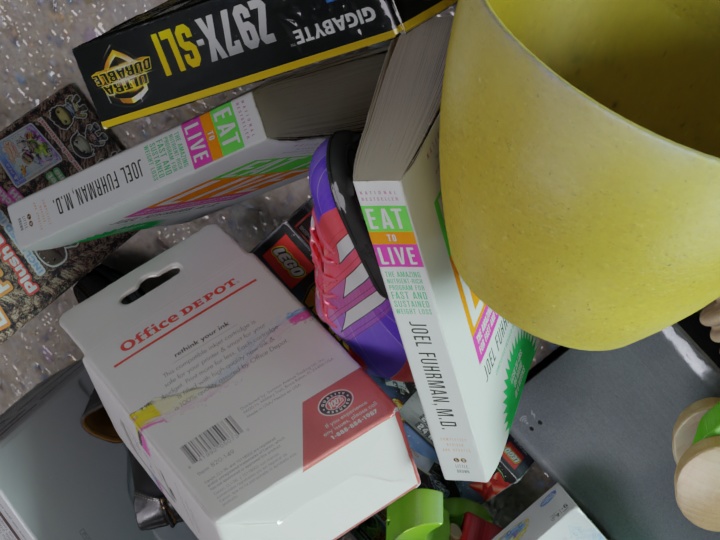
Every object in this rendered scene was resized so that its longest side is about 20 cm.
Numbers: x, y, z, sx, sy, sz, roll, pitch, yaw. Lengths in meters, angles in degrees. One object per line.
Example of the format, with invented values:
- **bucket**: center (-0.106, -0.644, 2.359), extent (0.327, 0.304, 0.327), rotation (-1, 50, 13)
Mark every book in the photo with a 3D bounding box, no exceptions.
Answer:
- **book**: center (0.047, -0.009, 1.144), extent (0.048, 0.134, 0.201), rotation (0, 132, 22)
- **book**: center (-0.079, -0.062, 1.213), extent (0.200, 0.133, 0.048), rotation (-20, 86, 42)

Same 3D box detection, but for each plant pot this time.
- **plant pot**: center (0.116, -0.048, 1.044), extent (0.200, 0.200, 0.142), rotation (32, 122, 12)

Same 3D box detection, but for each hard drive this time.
- **hard drive**: center (0.184, 0.112, 1.228), extent (0.200, 0.033, 0.140), rotation (47, 132, -1)

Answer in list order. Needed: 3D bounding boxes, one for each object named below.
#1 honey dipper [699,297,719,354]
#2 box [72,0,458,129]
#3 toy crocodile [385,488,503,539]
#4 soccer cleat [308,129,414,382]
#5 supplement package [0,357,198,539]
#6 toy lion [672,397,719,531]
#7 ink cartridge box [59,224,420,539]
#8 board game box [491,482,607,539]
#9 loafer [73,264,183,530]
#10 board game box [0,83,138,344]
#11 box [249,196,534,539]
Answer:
- **honey dipper**: center (0.162, -0.031, 1.152), extent (0.038, 0.038, 0.200), rotation (-25, 100, 41)
- **box**: center (-0.023, -0.138, 1.119), extent (0.199, 0.160, 0.050), rotation (-13, 103, 38)
- **toy crocodile**: center (0.089, 0.185, 1.283), extent (0.200, 0.068, 0.062), rotation (37, 134, -21)
- **soccer cleat**: center (0.000, 0.000, 1.175), extent (0.073, 0.069, 0.200), rotation (-5, 147, 18)
- **supplement package**: center (-0.164, 0.173, 1.413), extent (0.111, 0.156, 0.200), rotation (-26, 102, 43)
- **toy lion**: center (0.263, 0.075, 1.113), extent (0.191, 0.069, 0.201), rotation (16, 110, 0)
- **ink cartridge box**: center (-0.071, 0.070, 1.226), extent (0.200, 0.116, 0.068), rotation (46, 161, 43)
- **board game box**: center (0.078, 0.232, 1.243), extent (0.200, 0.034, 0.135), rotation (-41, 113, 1)
- **loafer**: center (-0.137, 0.072, 1.337), extent (0.200, 0.072, 0.073), rotation (53, 167, 44)
- **board game box**: center (-0.241, 0.002, 1.327), extent (0.159, 0.200, 0.097), rotation (-33, 98, 43)
- **box**: center (-0.004, 0.069, 1.321), extent (0.200, 0.040, 0.137), rotation (48, 134, -2)
